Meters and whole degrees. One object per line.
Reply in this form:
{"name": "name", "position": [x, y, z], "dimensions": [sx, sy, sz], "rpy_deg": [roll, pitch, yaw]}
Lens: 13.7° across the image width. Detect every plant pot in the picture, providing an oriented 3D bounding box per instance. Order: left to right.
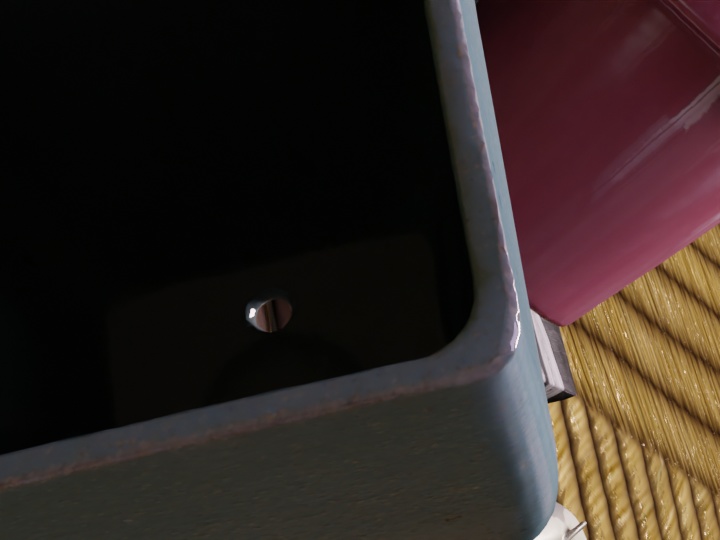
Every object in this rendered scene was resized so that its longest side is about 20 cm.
{"name": "plant pot", "position": [-0.046, 0.004, 0.808], "dimensions": [0.200, 0.195, 0.197], "rpy_deg": [62, 17, -59]}
{"name": "plant pot", "position": [0.100, -0.084, 1.226], "dimensions": [0.200, 0.179, 0.200], "rpy_deg": [42, 8, -8]}

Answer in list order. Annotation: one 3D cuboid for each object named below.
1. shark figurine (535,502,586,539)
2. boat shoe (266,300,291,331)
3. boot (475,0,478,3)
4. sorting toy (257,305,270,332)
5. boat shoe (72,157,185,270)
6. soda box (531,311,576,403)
{"name": "shark figurine", "position": [0.048, 0.118, 1.250], "dimensions": [0.214, 0.089, 0.128], "rpy_deg": [-11, 118, -64]}
{"name": "boat shoe", "position": [0.000, 0.000, 1.137], "dimensions": [0.060, 0.072, 0.200], "rpy_deg": [103, -28, -43]}
{"name": "boot", "position": [-0.007, -0.160, 1.145], "dimensions": [0.200, 0.151, 0.073], "rpy_deg": [55, 8, 30]}
{"name": "sorting toy", "position": [-0.085, -0.042, 1.072], "dimensions": [0.200, 0.036, 0.186], "rpy_deg": [39, 37, -67]}
{"name": "boat shoe", "position": [-0.126, -0.077, 0.921], "dimensions": [0.200, 0.067, 0.074], "rpy_deg": [60, -16, -7]}
{"name": "soda box", "position": [0.030, 0.020, 1.302], "dimensions": [0.200, 0.063, 0.071], "rpy_deg": [23, 51, -66]}
